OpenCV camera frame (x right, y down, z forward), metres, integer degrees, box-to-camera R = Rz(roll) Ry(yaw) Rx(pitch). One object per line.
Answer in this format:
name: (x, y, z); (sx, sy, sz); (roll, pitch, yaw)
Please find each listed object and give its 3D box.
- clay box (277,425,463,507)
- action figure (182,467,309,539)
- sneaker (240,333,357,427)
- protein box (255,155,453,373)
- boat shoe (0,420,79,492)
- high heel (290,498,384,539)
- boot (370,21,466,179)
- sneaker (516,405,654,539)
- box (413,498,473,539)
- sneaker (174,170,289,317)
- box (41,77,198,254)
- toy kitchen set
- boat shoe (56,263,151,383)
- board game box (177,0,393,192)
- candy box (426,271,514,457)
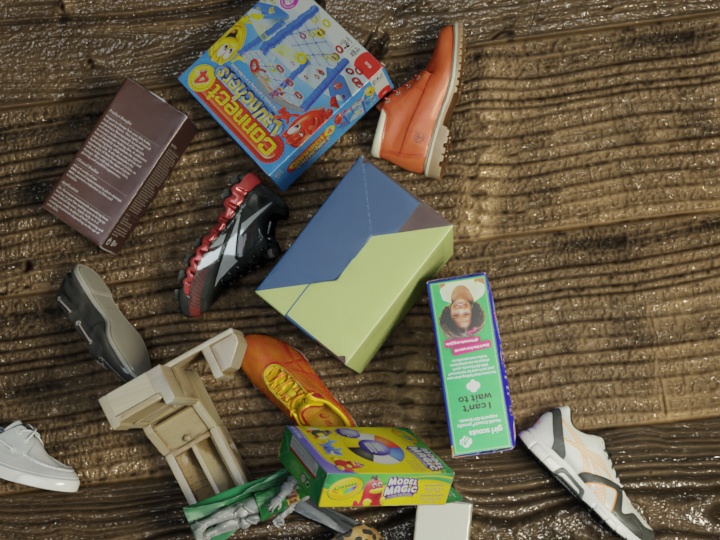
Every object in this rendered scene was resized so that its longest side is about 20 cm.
clay box: (0.018, 0.225, 1.355); (0.198, 0.115, 0.048); (4, 109, -31)
action figure: (-0.106, 0.272, 1.389); (0.199, 0.119, 0.055); (-25, 61, -14)
sneaker: (-0.077, 0.147, 1.437); (0.200, 0.077, 0.073); (40, 89, 10)
protein box: (0.000, 0.000, 1.387); (0.135, 0.200, 0.199); (38, 87, 9)
boat shoe: (-0.439, 0.222, 1.467); (0.198, 0.072, 0.069); (17, 85, 16)
high heel: (-0.057, 0.385, 1.403); (0.142, 0.071, 0.201); (24, 76, 14)
boot: (0.076, -0.225, 1.478); (0.106, 0.075, 0.202); (14, 85, 12)
sneaker: (0.283, 0.245, 1.395); (0.080, 0.074, 0.200); (-44, 83, -7)
box: (0.091, 0.372, 1.391); (0.068, 0.082, 0.202); (6, 84, 6)
sneaker: (-0.156, -0.021, 1.468); (0.097, 0.071, 0.202); (29, 84, 10)
box: (-0.307, -0.133, 1.497); (0.100, 0.075, 0.201); (33, 88, 9)
toy kitchen set: (-0.174, 0.187, 1.377); (0.162, 0.200, 0.182); (-30, 81, 1)
boat shoe: (-0.322, 0.079, 1.457); (0.057, 0.067, 0.200); (-46, 57, 15)
board game box: (-0.096, -0.238, 1.478); (0.196, 0.056, 0.200); (-44, 67, -2)
candy box: (0.132, 0.114, 1.376); (0.076, 0.169, 0.202); (-11, 82, 7)
